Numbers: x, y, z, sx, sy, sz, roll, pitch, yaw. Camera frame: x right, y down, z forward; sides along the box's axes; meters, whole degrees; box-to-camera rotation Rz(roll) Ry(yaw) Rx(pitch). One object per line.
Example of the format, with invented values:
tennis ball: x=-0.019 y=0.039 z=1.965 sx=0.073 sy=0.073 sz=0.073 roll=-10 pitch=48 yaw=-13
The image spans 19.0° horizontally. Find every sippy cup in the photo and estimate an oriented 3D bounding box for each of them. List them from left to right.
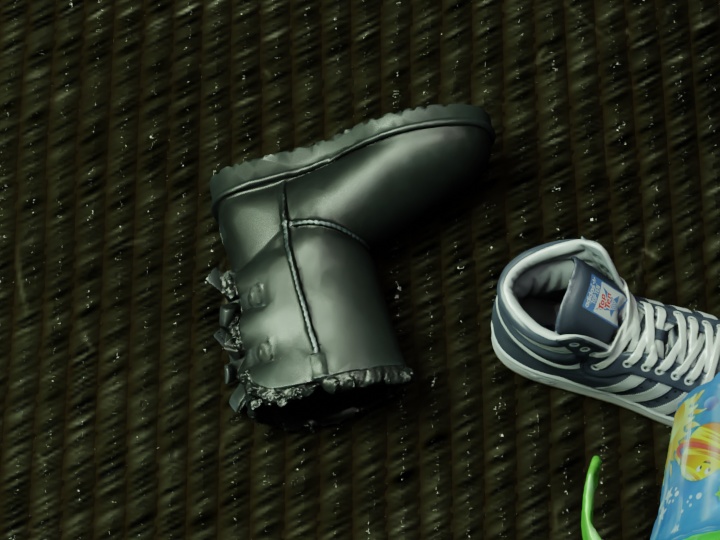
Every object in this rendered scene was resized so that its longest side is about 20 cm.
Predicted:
sippy cup: x=0.221 y=0.131 z=1.187 sx=0.177 sy=0.139 sz=0.131 roll=23 pitch=53 yaw=-25

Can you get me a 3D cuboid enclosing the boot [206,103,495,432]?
boot: x=0.000 y=-0.001 z=1.295 sx=0.196 sy=0.073 sz=0.164 roll=-16 pitch=64 yaw=8

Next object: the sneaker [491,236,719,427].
sneaker: x=0.169 y=0.038 z=1.237 sx=0.198 sy=0.109 sz=0.071 roll=11 pitch=69 yaw=12
